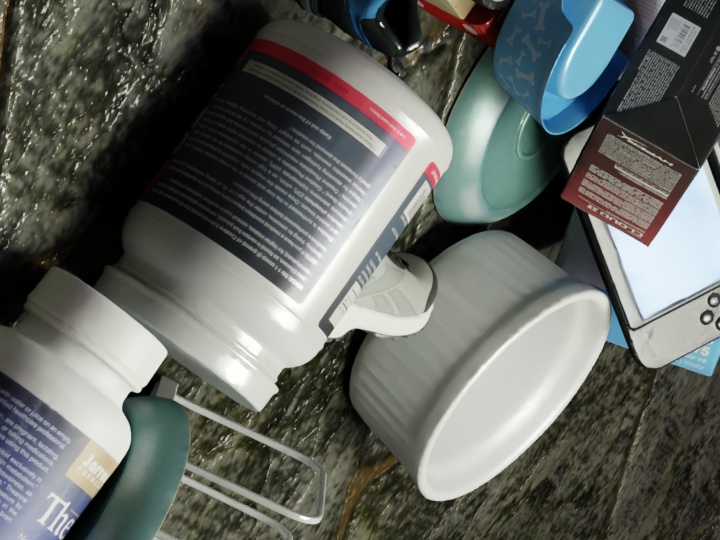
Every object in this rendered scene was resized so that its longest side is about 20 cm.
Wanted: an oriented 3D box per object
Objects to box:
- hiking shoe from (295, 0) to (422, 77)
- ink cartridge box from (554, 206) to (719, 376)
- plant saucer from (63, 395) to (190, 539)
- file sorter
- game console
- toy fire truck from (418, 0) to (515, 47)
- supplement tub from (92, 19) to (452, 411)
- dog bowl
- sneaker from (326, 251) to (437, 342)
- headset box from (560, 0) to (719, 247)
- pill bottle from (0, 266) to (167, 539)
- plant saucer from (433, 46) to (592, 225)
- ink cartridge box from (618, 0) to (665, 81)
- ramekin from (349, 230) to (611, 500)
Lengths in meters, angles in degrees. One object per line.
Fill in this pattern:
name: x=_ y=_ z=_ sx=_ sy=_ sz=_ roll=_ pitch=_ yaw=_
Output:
hiking shoe: x=0.032 y=-0.213 z=1.477 sx=0.074 sy=0.087 sz=0.200 roll=-36 pitch=159 yaw=-42
ink cartridge box: x=0.246 y=-0.054 z=1.984 sx=0.147 sy=0.145 sz=0.201 roll=-62 pitch=170 yaw=-60
plant saucer: x=-0.176 y=0.149 z=1.473 sx=0.027 sy=0.200 sz=0.200 roll=41 pitch=79 yaw=-23
file sorter: x=-0.120 y=0.196 z=1.594 sx=0.201 sy=0.124 sz=0.139 roll=-63 pitch=-175 yaw=11
game console: x=0.263 y=-0.035 z=1.832 sx=0.175 sy=0.116 sz=0.201 roll=-26 pitch=110 yaw=-11
toy fire truck: x=0.107 y=-0.221 z=1.633 sx=0.176 sy=0.128 sz=0.200 roll=-55 pitch=146 yaw=-6
supplement tub: x=-0.052 y=-0.033 z=1.495 sx=0.200 sy=0.140 sz=0.140 roll=-55 pitch=156 yaw=-8
dog bowl: x=0.149 y=-0.183 z=1.570 sx=0.201 sy=0.049 sz=0.111 roll=-61 pitch=157 yaw=7
sneaker: x=0.000 y=0.000 z=1.720 sx=0.200 sy=0.074 sz=0.080 roll=-4 pitch=117 yaw=-61
headset box: x=0.209 y=-0.114 z=1.693 sx=0.149 sy=0.077 sz=0.200 roll=-59 pitch=175 yaw=-16
pill bottle: x=-0.198 y=0.102 z=1.410 sx=0.200 sy=0.111 sz=0.111 roll=-54 pitch=155 yaw=-9
plant saucer: x=0.126 y=-0.116 z=1.873 sx=0.200 sy=0.027 sz=0.201 roll=-43 pitch=153 yaw=-29
ink cartridge box: x=0.187 y=-0.242 z=1.809 sx=0.162 sy=0.057 sz=0.201 roll=9 pitch=81 yaw=-64
ramekin: x=0.084 y=0.066 z=1.893 sx=0.200 sy=0.098 sz=0.201 roll=-38 pitch=154 yaw=-22
